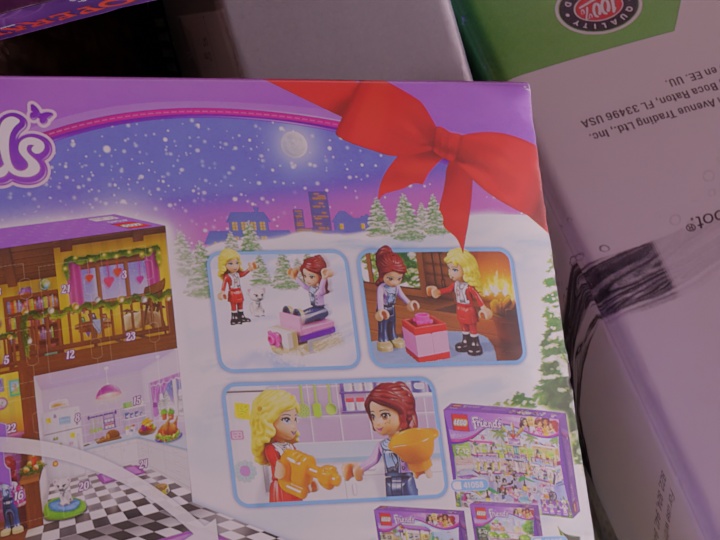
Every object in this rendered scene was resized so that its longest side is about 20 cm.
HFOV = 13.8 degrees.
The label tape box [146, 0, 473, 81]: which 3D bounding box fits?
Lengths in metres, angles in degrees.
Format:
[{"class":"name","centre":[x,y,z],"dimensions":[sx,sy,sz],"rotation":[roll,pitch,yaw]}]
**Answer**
[{"class":"label tape box","centre":[0.000,0.000,0.831],"dimensions":[0.143,0.066,0.200],"rotation":[-161,-123,-78]}]

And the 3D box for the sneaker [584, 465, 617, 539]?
[{"class":"sneaker","centre":[0.072,0.101,0.893],"dimensions":[0.200,0.075,0.089],"rotation":[-112,-148,-44]}]

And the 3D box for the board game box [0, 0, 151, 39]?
[{"class":"board game box","centre":[-0.117,-0.139,0.616],"dimensions":[0.032,0.120,0.200],"rotation":[5,74,-68]}]

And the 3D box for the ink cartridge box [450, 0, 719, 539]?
[{"class":"ink cartridge box","centre":[0.119,-0.002,0.775],"dimensions":[0.084,0.145,0.200],"rotation":[89,-17,-54]}]

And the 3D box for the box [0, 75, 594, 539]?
[{"class":"box","centre":[-0.051,0.029,0.617],"dimensions":[0.039,0.200,0.137],"rotation":[141,-55,-63]}]
